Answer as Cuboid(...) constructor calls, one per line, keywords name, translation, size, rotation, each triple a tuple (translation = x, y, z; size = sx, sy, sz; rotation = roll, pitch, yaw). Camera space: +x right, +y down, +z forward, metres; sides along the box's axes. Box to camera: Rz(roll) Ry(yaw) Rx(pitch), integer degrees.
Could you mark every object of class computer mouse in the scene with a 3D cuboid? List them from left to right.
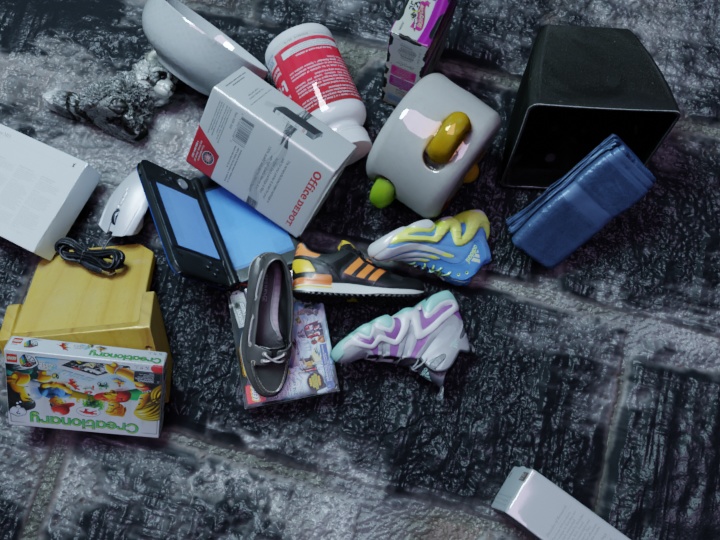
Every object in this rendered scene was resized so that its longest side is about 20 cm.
Cuboid(name="computer mouse", translation=(-0.350, -0.087, 1.024), size=(0.110, 0.044, 0.200), rotation=(18, 63, 23))

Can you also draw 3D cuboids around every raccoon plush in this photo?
Cuboid(name="raccoon plush", translation=(-0.379, -0.291, 1.075), size=(0.200, 0.097, 0.134), rotation=(22, 70, 5))

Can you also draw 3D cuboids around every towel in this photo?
Cuboid(name="towel", translation=(0.313, -0.093, 0.995), size=(0.112, 0.049, 0.200), rotation=(33, 115, -31))

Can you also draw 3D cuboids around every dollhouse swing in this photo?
Cuboid(name="dollhouse swing", translation=(-0.380, 0.084, 1.013), size=(0.200, 0.176, 0.182), rotation=(-6, 119, -2))

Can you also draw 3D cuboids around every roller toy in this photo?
Cuboid(name="roller toy", translation=(0.110, -0.175, 0.999), size=(0.140, 0.200, 0.182), rotation=(36, 46, 6))

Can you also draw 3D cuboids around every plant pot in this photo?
Cuboid(name="plant pot", translation=(0.318, -0.244, 1.024), size=(0.200, 0.200, 0.178), rotation=(2, 64, 0))

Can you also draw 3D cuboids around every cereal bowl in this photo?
Cuboid(name="cereal bowl", translation=(-0.240, -0.321, 1.034), size=(0.200, 0.200, 0.083), rotation=(40, 102, 8))

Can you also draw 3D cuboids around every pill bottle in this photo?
Cuboid(name="pill bottle", translation=(-0.060, -0.259, 1.054), size=(0.112, 0.112, 0.200), rotation=(-22, 78, -5))

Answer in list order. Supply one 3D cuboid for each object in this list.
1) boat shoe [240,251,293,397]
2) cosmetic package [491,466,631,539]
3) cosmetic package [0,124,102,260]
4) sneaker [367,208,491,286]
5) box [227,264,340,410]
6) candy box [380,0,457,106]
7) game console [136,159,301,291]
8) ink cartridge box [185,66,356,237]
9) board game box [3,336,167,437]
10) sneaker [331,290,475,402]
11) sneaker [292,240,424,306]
Cuboid(name="boat shoe", translation=(-0.123, 0.075, 0.941), size=(0.067, 0.057, 0.200), rotation=(-1, 91, -26))
Cuboid(name="cosmetic package", translation=(0.280, 0.349, 0.925), size=(0.200, 0.102, 0.074), rotation=(34, 78, 8))
Cuboid(name="cosmetic package", translation=(-0.511, -0.123, 1.038), size=(0.200, 0.052, 0.151), rotation=(24, 80, 14))
Cuboid(name="sneaker", translation=(0.112, -0.021, 1.005), size=(0.200, 0.076, 0.105), rotation=(-17, 85, -22))
Cuboid(name="box", translation=(-0.114, 0.090, 1.011), size=(0.137, 0.040, 0.200), rotation=(-11, 77, -2))
Cuboid(name="candy box", translation=(0.088, -0.340, 1.029), size=(0.061, 0.200, 0.137), rotation=(24, 77, 4))
Cuboid(name="game console", translation=(-0.198, -0.085, 0.995), size=(0.118, 0.171, 0.200), rotation=(-35, 63, 17))
Cuboid(name="ink cartridge box", translation=(-0.126, -0.164, 0.987), size=(0.200, 0.144, 0.084), rotation=(36, 43, -1))
Cuboid(name="board game box", translation=(-0.365, 0.158, 0.935), size=(0.200, 0.035, 0.126), rotation=(7, 118, -8))
Cuboid(name="sneaker", translation=(0.070, 0.125, 0.981), size=(0.200, 0.078, 0.140), rotation=(-23, 80, -12))
Cuboid(name="sneaker", translation=(0.000, 0.000, 0.998), size=(0.200, 0.070, 0.090), rotation=(2, 75, -19))
